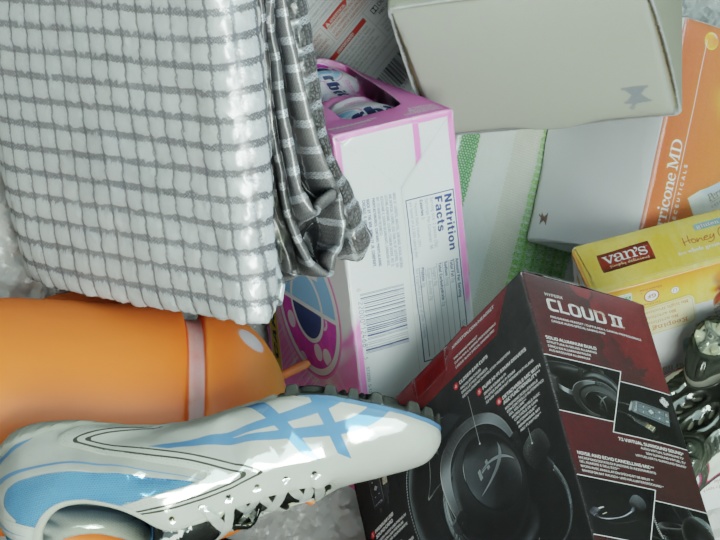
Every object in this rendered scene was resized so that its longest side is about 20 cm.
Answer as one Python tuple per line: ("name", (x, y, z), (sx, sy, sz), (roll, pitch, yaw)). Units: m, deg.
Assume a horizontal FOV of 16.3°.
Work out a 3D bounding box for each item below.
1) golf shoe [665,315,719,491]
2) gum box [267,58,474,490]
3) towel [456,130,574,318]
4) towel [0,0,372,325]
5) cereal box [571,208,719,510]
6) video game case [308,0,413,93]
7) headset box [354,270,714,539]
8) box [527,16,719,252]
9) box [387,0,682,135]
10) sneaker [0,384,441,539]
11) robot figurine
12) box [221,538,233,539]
("golf shoe", (0.152, 0.086, 1.218), (0.200, 0.088, 0.077), (-34, 62, 5))
("gum box", (0.000, 0.000, 1.238), (0.066, 0.113, 0.200), (-14, 111, -23))
("towel", (0.116, -0.031, 1.353), (0.200, 0.031, 0.149), (19, 85, -31))
("towel", (-0.090, -0.073, 1.165), (0.086, 0.200, 0.166), (-20, 109, -40))
("cereal box", (0.185, 0.049, 1.286), (0.144, 0.040, 0.200), (-16, 137, -5))
("video game case", (-0.059, -0.131, 1.286), (0.200, 0.018, 0.143), (44, 75, -18))
("headset box", (0.074, 0.111, 1.117), (0.077, 0.149, 0.200), (16, 44, -31))
("box", (0.205, -0.052, 1.331), (0.200, 0.097, 0.125), (13, 88, -31))
("box", (0.089, -0.180, 1.235), (0.128, 0.109, 0.200), (-5, 57, 13))
("sneaker", (-0.061, 0.094, 1.108), (0.200, 0.072, 0.073), (-8, 72, -4))
("robot figurine", (-0.121, 0.070, 1.197), (0.200, 0.144, 0.117), (4, 103, -9))
("box", (-0.132, 0.172, 1.183), (0.200, 0.158, 0.051), (-10, 95, -23))
